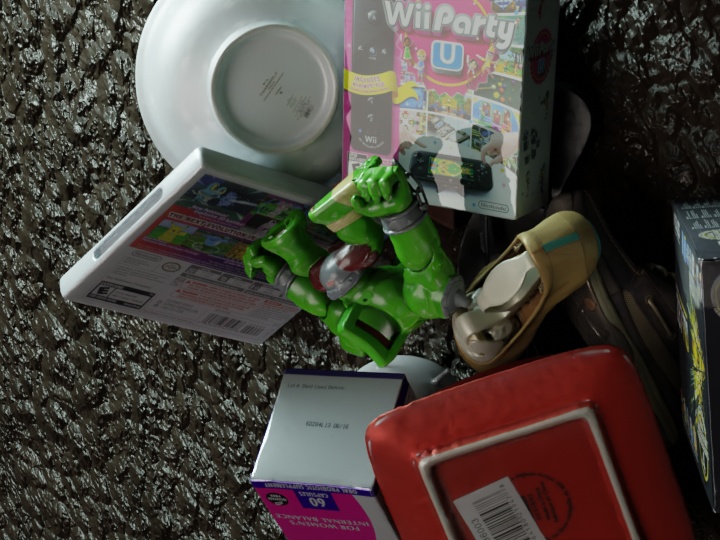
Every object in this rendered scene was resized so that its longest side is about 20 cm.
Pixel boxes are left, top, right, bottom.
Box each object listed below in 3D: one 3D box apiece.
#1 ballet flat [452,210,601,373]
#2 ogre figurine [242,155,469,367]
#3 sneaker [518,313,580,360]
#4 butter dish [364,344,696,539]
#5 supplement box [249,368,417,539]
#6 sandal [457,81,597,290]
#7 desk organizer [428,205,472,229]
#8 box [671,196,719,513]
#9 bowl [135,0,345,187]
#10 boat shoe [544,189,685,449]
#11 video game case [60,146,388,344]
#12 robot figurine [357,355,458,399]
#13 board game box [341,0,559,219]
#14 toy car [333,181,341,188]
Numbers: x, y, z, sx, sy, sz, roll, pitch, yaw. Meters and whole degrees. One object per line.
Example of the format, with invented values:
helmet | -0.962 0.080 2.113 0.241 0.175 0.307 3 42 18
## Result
ballet flat | 0.099 0.020 1.368 0.069 0.063 0.200 60 146 18
ogre figurine | 0.000 0.000 1.383 0.200 0.098 0.120 -34 101 35
sneaker | 0.135 0.059 1.497 0.079 0.075 0.201 -9 100 31
butter dish | 0.123 0.138 1.401 0.148 0.198 0.201 -86 -25 -66
supplement box | 0.006 0.173 1.469 0.101 0.104 0.200 1 144 24
sandal | 0.115 -0.042 1.422 0.076 0.043 0.201 18 111 15
desk organizer | 0.069 -0.140 1.461 0.077 0.072 0.201 28 128 39
box | 0.235 0.048 1.250 0.200 0.049 0.162 -73 -19 -76
bowl | -0.068 -0.140 1.445 0.090 0.200 0.202 -120 18 -76
boat shoe | 0.194 0.028 1.384 0.201 0.073 0.074 66 166 -12
video game case | -0.099 -0.014 1.483 0.182 0.199 0.023 -39 51 33
robot figurine | 0.033 0.155 1.621 0.169 0.113 0.201 9 122 6
board game box | 0.062 -0.149 1.370 0.147 0.064 0.201 11 109 28
toy car | -0.079 -0.076 1.563 0.184 0.200 0.178 -1 115 52
